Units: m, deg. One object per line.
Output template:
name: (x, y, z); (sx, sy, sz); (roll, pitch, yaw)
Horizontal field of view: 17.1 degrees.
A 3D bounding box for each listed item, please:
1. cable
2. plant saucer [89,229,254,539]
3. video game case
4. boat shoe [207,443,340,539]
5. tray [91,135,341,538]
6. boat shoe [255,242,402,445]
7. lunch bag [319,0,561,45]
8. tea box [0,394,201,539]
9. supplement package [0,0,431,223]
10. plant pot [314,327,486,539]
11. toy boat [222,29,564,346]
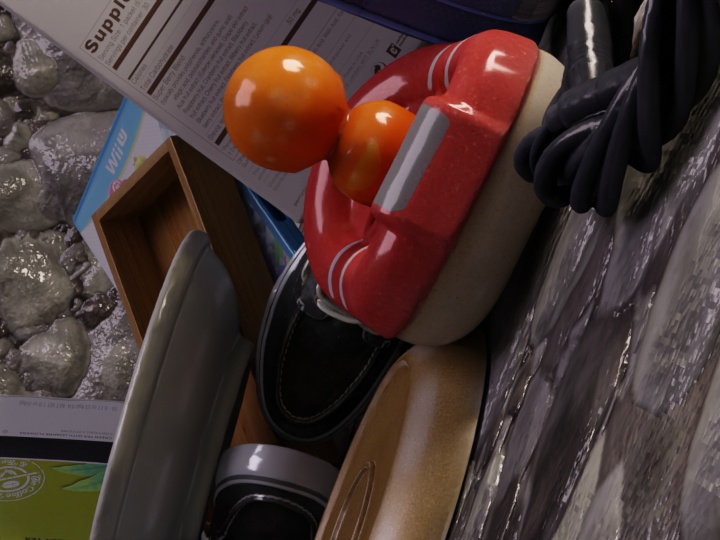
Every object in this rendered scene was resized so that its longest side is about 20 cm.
cable: (0.090, -0.097, 0.799); (0.200, 0.051, 0.164); (-106, 37, -79)
plant saucer: (-0.092, 0.082, 1.226); (0.200, 0.050, 0.201); (17, -90, -90)
video game case: (-0.094, -0.011, 1.378); (0.200, 0.018, 0.144); (54, 135, 30)
boat shoe: (-0.048, 0.143, 1.206); (0.200, 0.068, 0.057); (109, 175, -65)
tray: (-0.082, 0.035, 1.330); (0.099, 0.037, 0.201); (-39, 66, 47)
boat shoe: (0.000, 0.000, 1.178); (0.071, 0.072, 0.201); (-76, 9, -75)
lunch bag: (0.010, -0.181, 1.078); (0.136, 0.199, 0.133); (-86, 18, -59)
tea box: (-0.162, 0.210, 1.383); (0.197, 0.133, 0.201); (-90, 4, -60)
supplement package: (-0.069, -0.131, 1.216); (0.120, 0.200, 0.121); (-54, -4, 8)
plant pot: (0.003, 0.114, 0.999); (0.200, 0.027, 0.201); (-160, 90, -84)
toy boat: (0.004, -0.049, 0.994); (0.131, 0.130, 0.200); (-63, 6, -1)
